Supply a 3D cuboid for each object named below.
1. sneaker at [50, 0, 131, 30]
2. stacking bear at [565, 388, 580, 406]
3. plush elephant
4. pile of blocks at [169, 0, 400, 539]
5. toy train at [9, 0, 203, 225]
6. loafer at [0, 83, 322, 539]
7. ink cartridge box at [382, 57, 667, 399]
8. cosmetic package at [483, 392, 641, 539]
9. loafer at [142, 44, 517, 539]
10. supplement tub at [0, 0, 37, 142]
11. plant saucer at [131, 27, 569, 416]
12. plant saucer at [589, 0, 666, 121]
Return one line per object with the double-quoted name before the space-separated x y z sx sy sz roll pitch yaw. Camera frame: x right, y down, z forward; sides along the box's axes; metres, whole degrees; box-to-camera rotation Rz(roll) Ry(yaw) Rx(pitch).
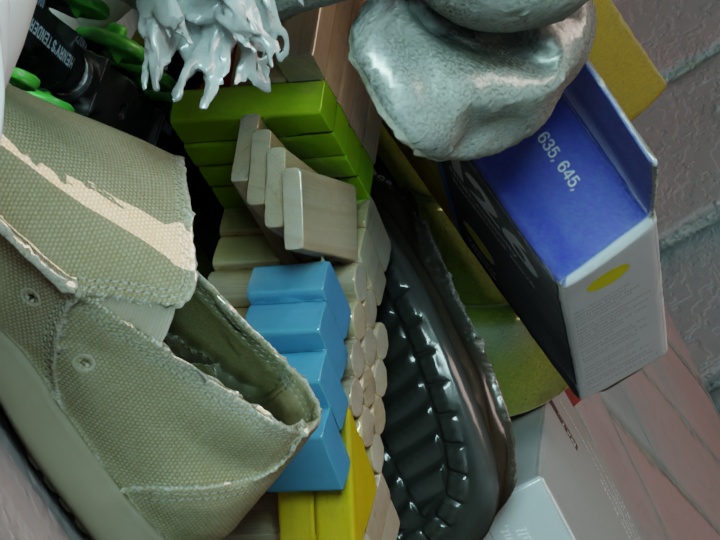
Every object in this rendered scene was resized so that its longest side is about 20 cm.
"sneaker" -0.091 -0.133 0.945 0.075 0.087 0.200 52 11 -37
"stacking bear" 0.014 -0.022 1.155 0.200 0.121 0.114 39 35 -46
"plush elephant" 0.004 -0.116 0.746 0.155 0.165 0.200 5 48 -26
"pile of blocks" -0.031 0.006 0.829 0.082 0.062 0.200 21 66 -69
"toy train" -0.087 -0.051 0.817 0.200 0.056 0.042 48 60 -74
"loafer" -0.076 -0.013 0.709 0.200 0.068 0.076 56 10 -32
"ink cartridge box" 0.026 -0.068 0.914 0.198 0.047 0.200 57 -2 18
"cosmetic package" 0.051 0.111 1.000 0.107 0.090 0.200 63 5 -7
"loafer" 0.000 0.000 0.913 0.071 0.073 0.200 3 54 -51
"supplement tub" -0.120 -0.077 0.406 0.145 0.145 0.200 55 11 -37
"plant saucer" 0.011 -0.038 1.028 0.200 0.031 0.200 20 46 -21
"plant saucer" 0.008 -0.094 1.204 0.200 0.200 0.049 41 59 -67
